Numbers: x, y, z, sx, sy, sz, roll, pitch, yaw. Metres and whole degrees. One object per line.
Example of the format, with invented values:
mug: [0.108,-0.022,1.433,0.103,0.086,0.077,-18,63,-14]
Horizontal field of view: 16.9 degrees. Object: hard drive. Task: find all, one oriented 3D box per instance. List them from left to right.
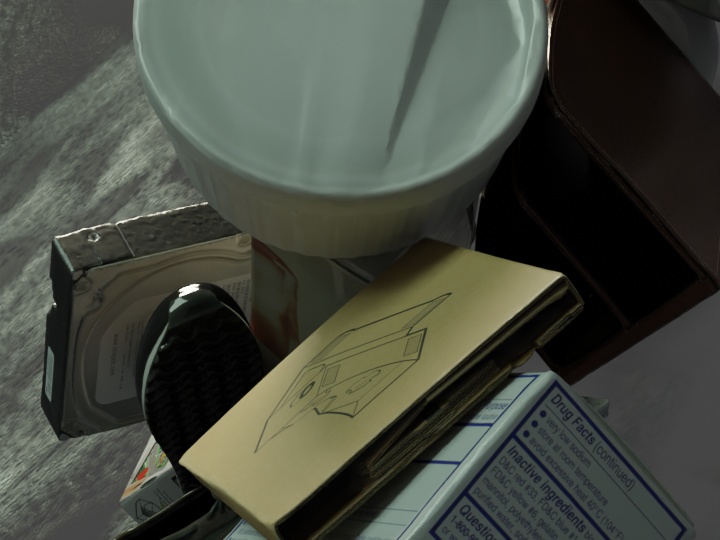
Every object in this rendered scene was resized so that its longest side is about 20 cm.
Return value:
hard drive: [-0.088,0.021,1.426,0.199,0.140,0.038,-14,47,-26]

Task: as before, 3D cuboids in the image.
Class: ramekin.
ramekin: [-0.010,-0.098,1.193,0.203,0.202,0.094,-49,-18,-23]

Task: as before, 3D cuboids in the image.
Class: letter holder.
letter holder: [0.112,-0.063,1.269,0.100,0.142,0.200,-34,18,26]

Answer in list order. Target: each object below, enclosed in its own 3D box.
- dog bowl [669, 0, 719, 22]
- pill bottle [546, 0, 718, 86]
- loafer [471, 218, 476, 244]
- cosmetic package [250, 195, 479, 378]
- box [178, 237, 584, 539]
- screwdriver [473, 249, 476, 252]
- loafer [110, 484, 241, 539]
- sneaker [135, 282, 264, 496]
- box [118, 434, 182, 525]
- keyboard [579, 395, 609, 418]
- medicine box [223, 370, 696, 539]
dog bowl: [0.192,-0.194,1.347,0.200,0.199,0.059,-81,15,-66]
pill bottle: [0.132,-0.136,1.470,0.112,0.113,0.200,-44,15,-6]
loafer: [0.020,-0.016,1.535,0.200,0.070,0.074,-178,104,-75]
cosmetic package: [0.000,0.000,1.307,0.104,0.087,0.200,-50,-16,-25]
box: [0.002,0.051,1.077,0.163,0.021,0.200,-41,14,-9]
screwdriver: [0.054,0.004,1.386,0.200,0.028,0.029,148,130,-69]
loafer: [-0.075,0.129,1.325,0.200,0.063,0.072,-44,2,23]
sneaker: [-0.096,0.054,1.347,0.069,0.201,0.090,-21,57,-9]
box: [-0.081,0.080,1.564,0.110,0.035,0.200,-34,18,29]
keyboard: [0.062,0.076,1.242,0.056,0.011,0.200,-28,10,-19]
medicine box: [0.013,0.146,1.034,0.200,0.103,0.182,-48,16,-19]
